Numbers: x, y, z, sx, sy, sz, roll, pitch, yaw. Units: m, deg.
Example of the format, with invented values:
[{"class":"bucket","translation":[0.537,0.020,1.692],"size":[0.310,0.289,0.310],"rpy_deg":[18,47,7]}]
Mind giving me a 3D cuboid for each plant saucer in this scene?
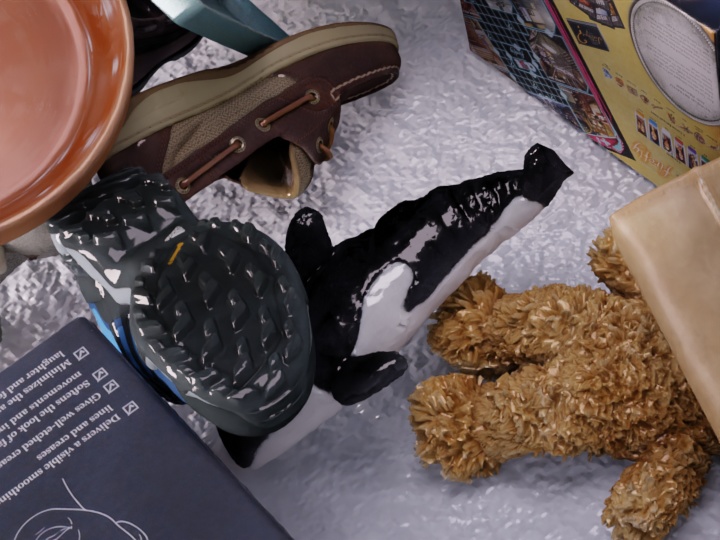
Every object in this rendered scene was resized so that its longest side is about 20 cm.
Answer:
[{"class":"plant saucer","translation":[-0.202,-0.093,0.938],"size":[0.198,0.032,0.202],"rpy_deg":[2,64,-4]},{"class":"plant saucer","translation":[-0.076,-0.132,1.020],"size":[0.070,0.200,0.019],"rpy_deg":[43,99,11]}]

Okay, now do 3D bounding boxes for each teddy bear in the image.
[{"class":"teddy bear","translation":[0.115,0.045,0.897],"size":[0.198,0.067,0.146],"rpy_deg":[17,58,28]}]

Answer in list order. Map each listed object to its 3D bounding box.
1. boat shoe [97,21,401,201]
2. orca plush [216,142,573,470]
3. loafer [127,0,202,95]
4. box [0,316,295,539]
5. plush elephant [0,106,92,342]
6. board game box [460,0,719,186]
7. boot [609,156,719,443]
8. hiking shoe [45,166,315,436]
[{"class":"boat shoe","translation":[-0.048,-0.068,1.027],"size":[0.199,0.072,0.072],"rpy_deg":[-23,84,-44]},{"class":"orca plush","translation":[0.000,0.000,0.918],"size":[0.199,0.071,0.105],"rpy_deg":[-37,18,21]},{"class":"loafer","translation":[-0.111,-0.149,1.093],"size":[0.072,0.063,0.200],"rpy_deg":[33,33,-6]},{"class":"box","translation":[-0.107,0.143,0.840],"size":[0.148,0.108,0.200],"rpy_deg":[-35,50,-15]},{"class":"plush elephant","translation":[-0.203,-0.037,1.013],"size":[0.154,0.165,0.201],"rpy_deg":[32,95,-5]},{"class":"board game box","translation":[0.117,-0.118,0.994],"size":[0.034,0.136,0.200],"rpy_deg":[-35,51,-17]},{"class":"boot","translation":[0.146,0.065,0.809],"size":[0.174,0.066,0.202],"rpy_deg":[-22,82,-19]},{"class":"hiking shoe","translation":[-0.065,0.024,0.884],"size":[0.074,0.087,0.200],"rpy_deg":[-30,34,-12]}]
